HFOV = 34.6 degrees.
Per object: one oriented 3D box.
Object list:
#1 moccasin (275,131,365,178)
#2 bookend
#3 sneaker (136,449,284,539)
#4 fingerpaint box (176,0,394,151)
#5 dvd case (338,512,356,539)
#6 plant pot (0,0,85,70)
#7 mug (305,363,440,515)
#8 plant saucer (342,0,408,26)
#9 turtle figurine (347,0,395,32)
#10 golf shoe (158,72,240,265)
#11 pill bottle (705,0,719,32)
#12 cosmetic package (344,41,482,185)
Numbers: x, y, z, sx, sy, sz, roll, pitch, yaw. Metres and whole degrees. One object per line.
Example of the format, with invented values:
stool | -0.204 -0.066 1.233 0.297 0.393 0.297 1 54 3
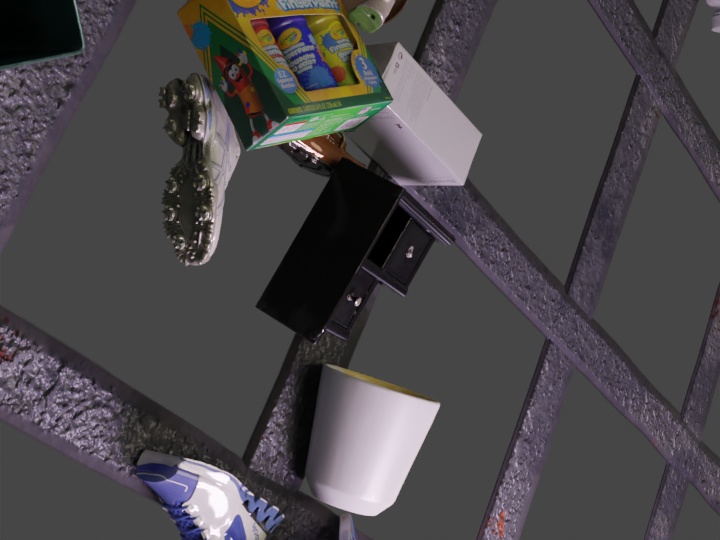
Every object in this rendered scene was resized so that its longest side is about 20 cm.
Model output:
moccasin | -0.064 -0.166 1.336 0.201 0.073 0.078 33 77 -34
bookend | 0.000 0.000 1.373 0.201 0.092 0.199 -59 153 -3
sneaker | -0.166 0.280 1.247 0.199 0.080 0.116 44 60 -43
fingerpaint box | -0.075 -0.230 1.245 0.199 0.073 0.168 -19 80 -53
dvd case | -0.005 0.388 1.376 0.200 0.017 0.144 -98 176 -84
plant pot | -0.345 -0.224 0.912 0.141 0.199 0.142 -25 111 -45
mug | 0.016 0.213 1.406 0.186 0.149 0.154 20 86 -41
plant saucer | -0.004 -0.396 1.406 0.199 0.034 0.202 -7 99 -48
turtle figurine | 0.020 -0.373 1.321 0.194 0.199 0.144 -55 153 -24
golf shoe | -0.157 -0.106 1.232 0.097 0.078 0.202 -5 98 -54
pill bottle | 0.688 -0.540 2.112 0.112 0.112 0.202 -3 95 -48
cosmetic package | 0.048 -0.188 1.426 0.200 0.112 0.082 40 64 -40
